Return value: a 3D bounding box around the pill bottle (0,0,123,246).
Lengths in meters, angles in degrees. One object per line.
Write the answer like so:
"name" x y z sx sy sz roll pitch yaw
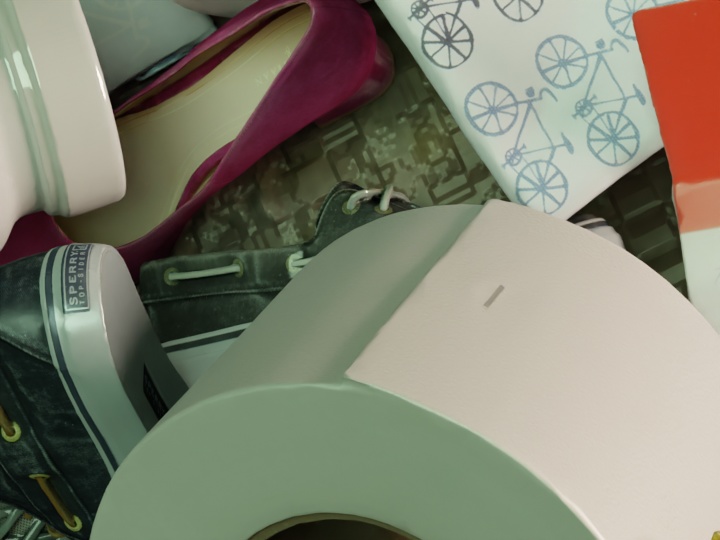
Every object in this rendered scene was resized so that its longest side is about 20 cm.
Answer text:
"pill bottle" -0.193 -0.043 0.845 0.199 0.116 0.117 -17 77 -11

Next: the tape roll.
"tape roll" 0.027 0.095 0.797 0.202 0.139 0.204 10 118 20

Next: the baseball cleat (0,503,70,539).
"baseball cleat" -0.152 0.075 0.911 0.070 0.106 0.200 -36 76 -6

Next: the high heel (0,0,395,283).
"high heel" -0.081 -0.046 0.913 0.199 0.096 0.068 -24 77 12

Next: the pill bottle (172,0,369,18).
"pill bottle" -0.036 -0.207 0.912 0.116 0.116 0.201 -10 80 15

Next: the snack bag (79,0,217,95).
"snack bag" -0.178 -0.108 0.903 0.188 0.200 0.021 -33 36 3

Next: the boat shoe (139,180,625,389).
"boat shoe" 0.000 0.000 0.895 0.199 0.072 0.071 -15 83 16

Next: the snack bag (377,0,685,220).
"snack bag" 0.091 -0.143 0.826 0.200 0.021 0.189 -33 89 -1

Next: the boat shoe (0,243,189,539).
"boat shoe" -0.109 0.066 0.862 0.090 0.201 0.071 -8 47 9

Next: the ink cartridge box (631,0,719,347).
"ink cartridge box" 0.187 -0.004 0.794 0.162 0.201 0.057 -10 37 15

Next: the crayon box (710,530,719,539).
"crayon box" 0.187 0.181 0.693 0.199 0.058 0.174 10 96 -6
